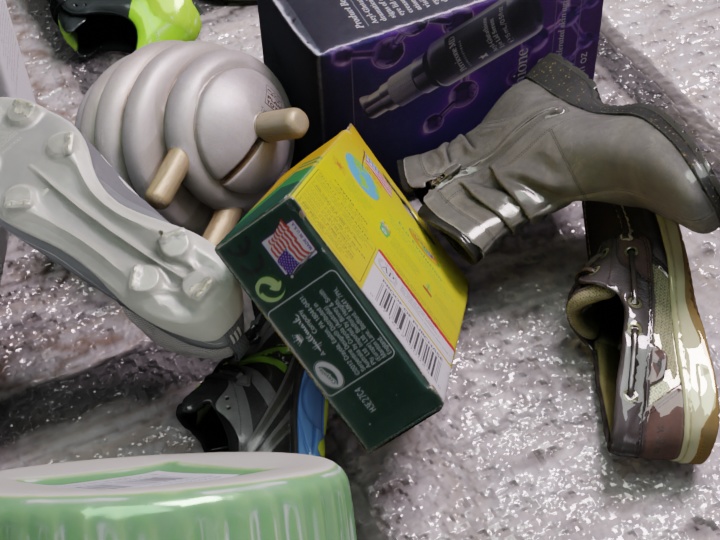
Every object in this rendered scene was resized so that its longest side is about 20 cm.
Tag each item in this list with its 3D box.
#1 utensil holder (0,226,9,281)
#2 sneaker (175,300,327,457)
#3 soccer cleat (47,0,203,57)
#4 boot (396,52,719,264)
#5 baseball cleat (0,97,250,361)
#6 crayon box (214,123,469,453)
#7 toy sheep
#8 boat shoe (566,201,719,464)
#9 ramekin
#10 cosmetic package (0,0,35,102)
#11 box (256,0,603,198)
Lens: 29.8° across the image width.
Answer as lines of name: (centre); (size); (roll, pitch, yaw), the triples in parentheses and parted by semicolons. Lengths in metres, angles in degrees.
utensil holder: (-0.283, 0.000, 0.747); (0.169, 0.170, 0.200); (-4, 46, 0)
sneaker: (-0.058, 0.061, 0.743); (0.082, 0.071, 0.200); (4, 52, -2)
soccer cleat: (-0.206, -0.206, 0.995); (0.200, 0.068, 0.081); (30, 69, 25)
boot: (0.110, -0.042, 0.771); (0.131, 0.068, 0.200); (-38, 36, -5)
baseball cleat: (-0.141, -0.014, 0.733); (0.200, 0.107, 0.070); (40, 71, 23)
crayon box: (0.000, 0.000, 0.726); (0.051, 0.127, 0.200); (-34, 8, 17)
toy sheep: (-0.107, -0.076, 0.826); (0.200, 0.138, 0.138); (2, 43, 38)
boat shoe: (0.150, 0.018, 0.768); (0.065, 0.073, 0.200); (1, 48, -10)
ramekin: (-0.092, 0.135, 0.584); (0.199, 0.200, 0.098); (-3, 87, 0)
cosmetic package: (-0.274, -0.148, 0.852); (0.101, 0.200, 0.074); (-7, 49, -4)
box: (0.043, -0.140, 0.866); (0.200, 0.148, 0.104); (-21, 52, -14)
